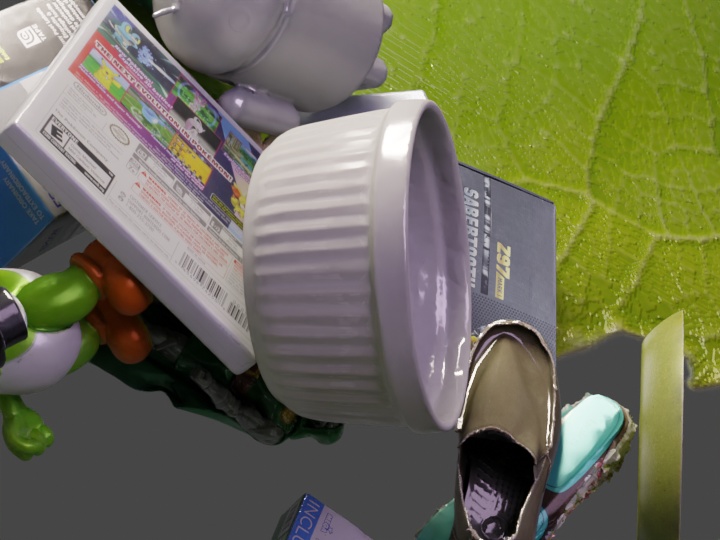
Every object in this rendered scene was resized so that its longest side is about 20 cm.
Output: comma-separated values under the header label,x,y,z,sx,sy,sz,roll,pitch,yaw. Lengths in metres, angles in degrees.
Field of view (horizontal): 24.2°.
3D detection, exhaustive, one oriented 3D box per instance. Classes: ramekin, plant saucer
label,x,y,z,sx,sy,sz,roll,pitch,yaw
ramekin,0.000,0.000,1.025,0.104,0.201,0.202,-4,53,13
plant saucer,0.212,0.129,1.196,0.031,0.201,0.202,1,53,10

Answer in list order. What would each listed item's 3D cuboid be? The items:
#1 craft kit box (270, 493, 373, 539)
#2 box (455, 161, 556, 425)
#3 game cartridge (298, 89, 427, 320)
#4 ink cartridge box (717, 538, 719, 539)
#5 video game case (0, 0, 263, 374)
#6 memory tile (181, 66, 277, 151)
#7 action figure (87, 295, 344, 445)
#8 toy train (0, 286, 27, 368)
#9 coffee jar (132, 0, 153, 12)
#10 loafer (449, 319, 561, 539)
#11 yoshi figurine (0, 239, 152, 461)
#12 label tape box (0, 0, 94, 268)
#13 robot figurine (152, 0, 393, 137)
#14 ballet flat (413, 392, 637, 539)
label,x,y,z,sx,sy,sz,roll,pitch,yaw
craft kit box,0.004,0.272,1.038,0.196,0.049,0.201,33,49,-9
box,0.069,0.014,1.239,0.156,0.051,0.202,22,53,-22
game cartridge,-0.001,-0.039,1.188,0.132,0.041,0.202,-5,55,14
ink cartridge box,0.348,0.232,1.187,0.145,0.200,0.088,45,47,-1
video game case,-0.117,-0.057,1.035,0.200,0.023,0.183,45,30,-17
memory tile,-0.111,-0.067,1.104,0.199,0.017,0.155,33,41,-29
action figure,-0.095,0.054,1.100,0.199,0.055,0.119,34,60,-7
toy train,-0.276,0.045,0.870,0.199,0.086,0.114,-29,64,-22
coffee jar,-0.169,-0.248,1.207,0.198,0.105,0.086,20,21,-21
loafer,0.098,0.115,1.109,0.074,0.070,0.202,6,59,1
yoshi figurine,-0.209,0.067,0.978,0.199,0.112,0.114,-27,104,-22
label tape box,-0.224,-0.089,1.097,0.199,0.066,0.144,-33,84,-44
robot figurine,-0.062,-0.177,1.150,0.199,0.112,0.172,18,71,-48
ballet flat,0.117,0.164,1.159,0.199,0.064,0.076,-35,54,-20
